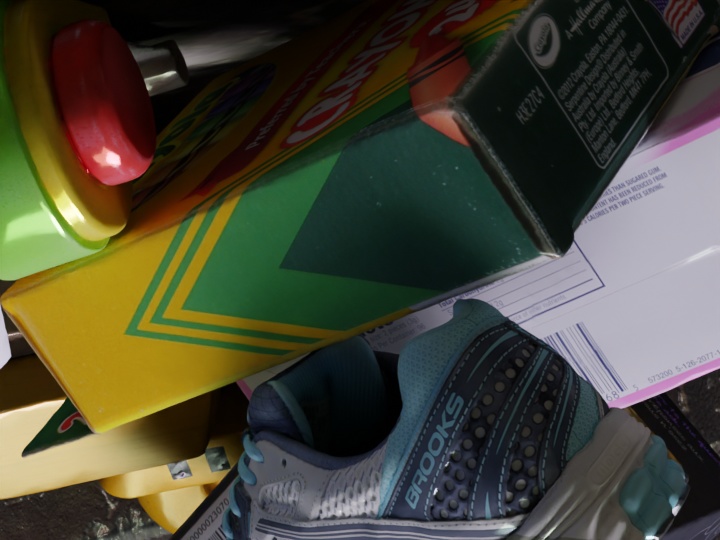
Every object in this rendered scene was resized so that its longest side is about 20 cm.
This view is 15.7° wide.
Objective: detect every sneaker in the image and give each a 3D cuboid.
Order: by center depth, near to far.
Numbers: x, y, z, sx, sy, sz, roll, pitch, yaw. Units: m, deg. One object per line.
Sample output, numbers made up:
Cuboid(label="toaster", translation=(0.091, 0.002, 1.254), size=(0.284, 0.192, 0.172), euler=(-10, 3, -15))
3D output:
Cuboid(label="sneaker", translation=(0.000, 0.060, 0.693), size=(0.200, 0.086, 0.078), euler=(-32, -170, 49))

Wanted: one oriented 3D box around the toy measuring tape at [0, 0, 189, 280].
Cuboid(label="toy measuring tape", translation=(-0.079, -0.034, 0.695), size=(0.073, 0.074, 0.200), euler=(-14, 177, 13))

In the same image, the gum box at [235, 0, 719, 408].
Cuboid(label="gum box", translation=(0.060, -0.011, 0.742), size=(0.199, 0.066, 0.114), euler=(-25, -161, 34))

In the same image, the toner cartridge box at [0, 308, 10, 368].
Cuboid(label="toner cartridge box", translation=(-0.166, 0.055, 0.584), size=(0.200, 0.043, 0.095), euler=(-47, 163, -21))

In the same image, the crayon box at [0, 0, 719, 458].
Cuboid(label="crayon box", translation=(-0.011, -0.025, 0.707), size=(0.199, 0.051, 0.127), euler=(-23, -161, 39))

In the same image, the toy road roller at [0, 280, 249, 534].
Cuboid(label="toy road roller", translation=(-0.082, 0.036, 0.961), size=(0.199, 0.123, 0.147), euler=(-9, 138, -21))

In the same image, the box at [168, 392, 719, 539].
Cuboid(label="box", translation=(0.036, 0.094, 0.929), size=(0.122, 0.106, 0.200), euler=(-47, 162, 22))
